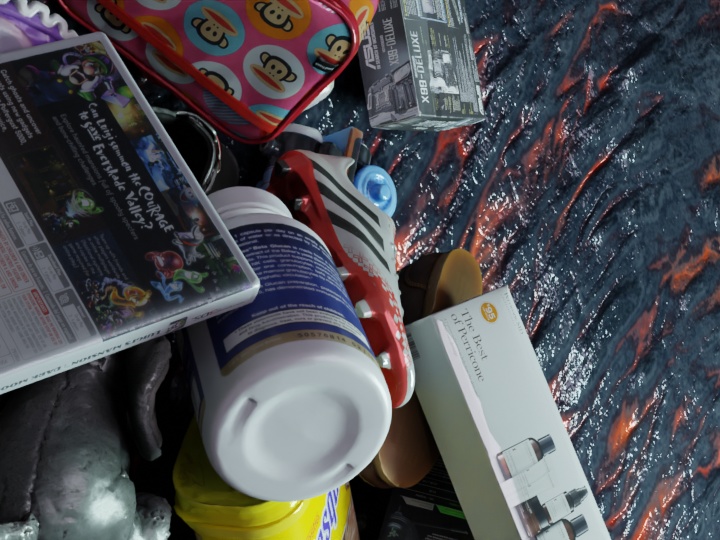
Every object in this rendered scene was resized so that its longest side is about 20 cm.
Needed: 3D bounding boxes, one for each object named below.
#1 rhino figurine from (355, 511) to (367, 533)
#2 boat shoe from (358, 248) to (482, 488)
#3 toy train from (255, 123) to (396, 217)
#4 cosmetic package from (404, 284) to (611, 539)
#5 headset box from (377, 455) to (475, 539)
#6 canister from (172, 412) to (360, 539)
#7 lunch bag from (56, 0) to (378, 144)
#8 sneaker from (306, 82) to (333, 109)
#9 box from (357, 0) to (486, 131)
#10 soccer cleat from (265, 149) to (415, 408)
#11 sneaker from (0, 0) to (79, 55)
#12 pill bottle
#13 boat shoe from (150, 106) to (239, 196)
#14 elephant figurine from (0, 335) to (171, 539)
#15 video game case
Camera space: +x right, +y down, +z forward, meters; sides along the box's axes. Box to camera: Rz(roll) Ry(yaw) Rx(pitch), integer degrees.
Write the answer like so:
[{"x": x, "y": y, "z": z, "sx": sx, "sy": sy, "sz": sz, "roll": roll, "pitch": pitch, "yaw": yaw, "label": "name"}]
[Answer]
[{"x": -0.007, "y": 0.102, "z": 1.095, "sx": 0.088, "sy": 0.059, "sz": 0.201, "roll": 48, "pitch": 47, "yaw": -28, "label": "rhino figurine"}, {"x": 0.033, "y": 0.073, "z": 1.024, "sx": 0.071, "sy": 0.070, "sz": 0.201, "roll": 50, "pitch": 46, "yaw": -30, "label": "boat shoe"}, {"x": -0.041, "y": -0.019, "z": 1.058, "sx": 0.114, "sy": 0.086, "sz": 0.202, "roll": 29, "pitch": 63, "yaw": -37, "label": "toy train"}, {"x": 0.100, "y": 0.118, "z": 0.977, "sx": 0.082, "sy": 0.050, "sz": 0.202, "roll": -19, "pitch": 85, "yaw": -42, "label": "cosmetic package"}, {"x": 0.065, "y": 0.213, "z": 1.070, "sx": 0.175, "sy": 0.092, "sz": 0.201, "roll": 89, "pitch": 16, "yaw": -57, "label": "headset box"}, {"x": -0.053, "y": 0.174, "z": 0.945, "sx": 0.149, "sy": 0.086, "sz": 0.202, "roll": -71, "pitch": 158, "yaw": -50, "label": "canister"}, {"x": -0.105, "y": -0.184, "z": 0.949, "sx": 0.199, "sy": 0.176, "sz": 0.082, "roll": 37, "pitch": 45, "yaw": -15, "label": "lunch bag"}, {"x": -0.039, "y": -0.200, "z": 1.092, "sx": 0.081, "sy": 0.088, "sz": 0.202, "roll": 27, "pitch": 62, "yaw": -44, "label": "sneaker"}, {"x": 0.044, "y": -0.222, "z": 1.198, "sx": 0.157, "sy": 0.049, "sz": 0.202, "roll": -12, "pitch": 92, "yaw": -65, "label": "box"}, {"x": 0.000, "y": 0.000, "z": 0.972, "sx": 0.085, "sy": 0.069, "sz": 0.201, "roll": -8, "pitch": 61, "yaw": -40, "label": "soccer cleat"}, {"x": -0.255, "y": -0.135, "z": 0.835, "sx": 0.199, "sy": 0.080, "sz": 0.089, "roll": 23, "pitch": 72, "yaw": -41, "label": "sneaker"}, {"x": -0.058, "y": 0.035, "z": 0.865, "sx": 0.111, "sy": 0.111, "sz": 0.201, "roll": 43, "pitch": 14, "yaw": -37, "label": "pill bottle"}, {"x": -0.122, "y": -0.068, "z": 0.948, "sx": 0.201, "sy": 0.063, "sz": 0.074, "roll": -1, "pitch": 75, "yaw": -73, "label": "boat shoe"}, {"x": -0.168, "y": 0.067, "z": 0.836, "sx": 0.141, "sy": 0.154, "sz": 0.202, "roll": 18, "pitch": 82, "yaw": -37, "label": "elephant figurine"}, {"x": -0.179, "y": -0.038, "z": 0.780, "sx": 0.181, "sy": 0.023, "sz": 0.201, "roll": -20, "pitch": 64, "yaw": -32, "label": "video game case"}]
